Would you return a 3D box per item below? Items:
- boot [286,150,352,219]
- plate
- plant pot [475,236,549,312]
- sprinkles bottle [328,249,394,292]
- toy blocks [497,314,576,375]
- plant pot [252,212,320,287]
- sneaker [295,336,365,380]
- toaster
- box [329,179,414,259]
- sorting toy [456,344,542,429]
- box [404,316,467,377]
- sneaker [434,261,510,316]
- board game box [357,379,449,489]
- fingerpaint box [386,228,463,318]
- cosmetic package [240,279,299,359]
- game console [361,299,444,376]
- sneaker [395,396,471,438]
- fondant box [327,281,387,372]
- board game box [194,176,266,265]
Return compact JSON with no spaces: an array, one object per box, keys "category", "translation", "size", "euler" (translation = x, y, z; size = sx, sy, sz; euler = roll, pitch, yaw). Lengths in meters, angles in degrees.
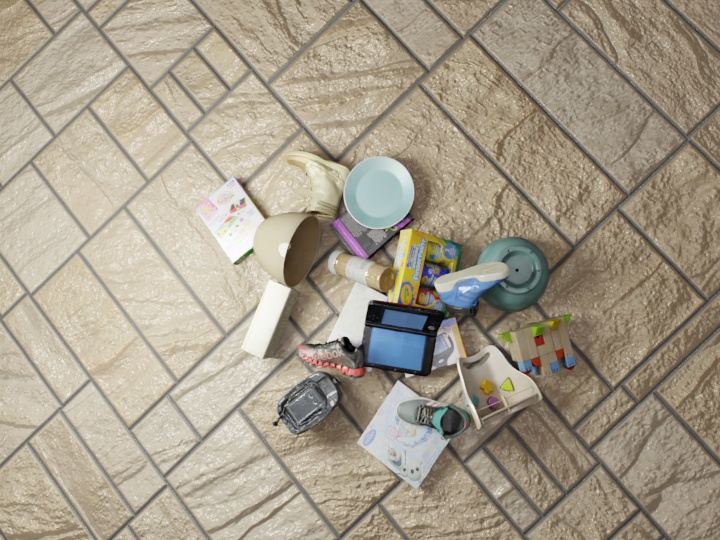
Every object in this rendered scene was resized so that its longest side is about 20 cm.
[{"category":"boot","translation":[-0.135,-0.239,1.600],"size":[0.196,0.073,0.159],"euler":[19,84,3]},{"category":"plate","translation":[0.051,-0.213,1.566],"size":[0.195,0.026,0.205],"euler":[-1,83,7]},{"category":"plant pot","translation":[0.401,0.004,1.481],"size":[0.195,0.134,0.205],"euler":[-1,85,6]},{"category":"sprinkles bottle","translation":[0.000,0.000,1.513],"size":[0.198,0.068,0.070],"euler":[20,86,42]},{"category":"toy blocks","translation":[0.468,0.207,1.469],"size":[0.196,0.100,0.140],"euler":[-14,88,-15]},{"category":"plant pot","translation":[-0.212,-0.073,1.537],"size":[0.132,0.200,0.204],"euler":[20,86,17]},{"category":"sneaker","translation":[-0.075,0.212,1.487],"size":[0.196,0.071,0.100],"euler":[13,102,17]},{"category":"toaster","translation":[-0.135,0.351,1.510],"size":[0.199,0.129,0.114],"euler":[-39,81,1]},{"category":"box","translation":[0.032,-0.133,1.588],"size":[0.199,0.036,0.144],"euler":[-40,81,3]},{"category":"sorting toy","translation":[0.333,0.293,1.471],"size":[0.196,0.107,0.183],"euler":[-17,71,-20]},{"category":"box","translation":[0.178,0.209,1.534],"size":[0.196,0.041,0.122],"euler":[-17,83,2]},{"category":"sneaker","translation":[0.294,0.054,1.432],"size":[0.196,0.077,0.113],"euler":[-16,111,26]},{"category":"board game box","translation":[0.125,0.434,1.514],"size":[0.197,0.043,0.202],"euler":[35,89,7]},{"category":"fingerpaint box","translation":[0.171,0.010,1.503],"size":[0.164,0.073,0.205],"euler":[15,85,-22]},{"category":"cosmetic package","translation":[-0.246,0.135,1.559],"size":[0.072,0.104,0.204],"euler":[21,86,9]},{"category":"game console","translation":[0.103,0.175,1.459],"size":[0.195,0.173,0.121],"euler":[9,61,-1]},{"category":"sneaker","translation":[0.185,0.371,1.432],"size":[0.195,0.121,0.086],"euler":[6,83,6]},{"category":"fondant box","translation":[0.011,0.152,1.550],"size":[0.142,0.058,0.203],"euler":[26,89,8]},{"category":"board game box","translation":[-0.359,-0.143,1.632],"size":[0.152,0.040,0.201],"euler":[-37,81,2]}]
